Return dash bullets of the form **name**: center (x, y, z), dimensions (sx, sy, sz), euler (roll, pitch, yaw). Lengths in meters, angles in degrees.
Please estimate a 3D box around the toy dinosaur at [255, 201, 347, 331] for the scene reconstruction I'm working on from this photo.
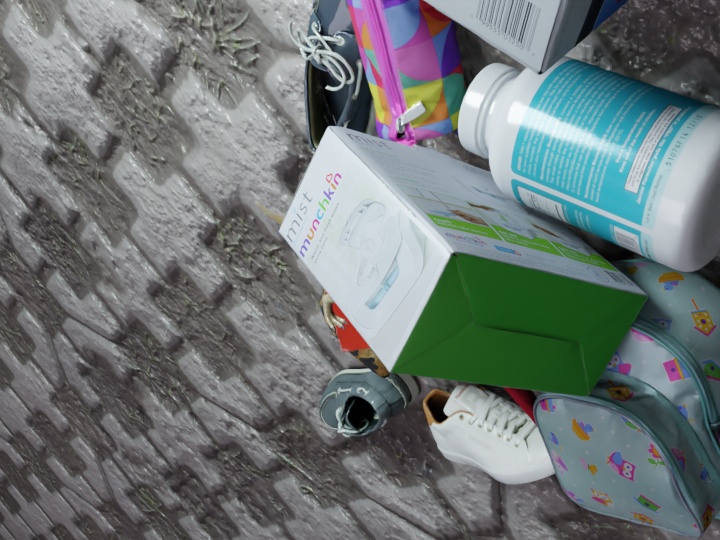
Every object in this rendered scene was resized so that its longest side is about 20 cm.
- **toy dinosaur**: center (0.000, 0.000, 0.982), dimensions (0.199, 0.058, 0.102), euler (23, 124, 26)

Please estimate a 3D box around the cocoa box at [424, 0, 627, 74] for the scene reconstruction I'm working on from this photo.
- **cocoa box**: center (0.086, -0.250, 0.707), dimensions (0.199, 0.131, 0.134), euler (37, 146, 20)

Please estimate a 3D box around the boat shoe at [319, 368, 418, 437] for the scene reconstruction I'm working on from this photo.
- **boat shoe**: center (-0.007, 0.158, 1.304), dimensions (0.073, 0.062, 0.200), euler (52, 148, -5)

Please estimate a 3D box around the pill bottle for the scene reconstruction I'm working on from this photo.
- **pill bottle**: center (0.168, -0.085, 0.797), dimensions (0.199, 0.111, 0.111), euler (27, 142, 31)

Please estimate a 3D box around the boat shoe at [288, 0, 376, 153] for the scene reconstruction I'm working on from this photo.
- **boat shoe**: center (-0.021, -0.185, 0.970), dimensions (0.075, 0.062, 0.201), euler (37, 145, 23)

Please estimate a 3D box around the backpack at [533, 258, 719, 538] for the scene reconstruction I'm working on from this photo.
- **backpack**: center (0.225, 0.098, 0.883), dimensions (0.175, 0.153, 0.202), euler (5, 121, 55)

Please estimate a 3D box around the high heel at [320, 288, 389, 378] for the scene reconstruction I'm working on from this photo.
- **high heel**: center (0.012, 0.031, 1.118), dimensions (0.142, 0.071, 0.202), euler (20, 133, 65)

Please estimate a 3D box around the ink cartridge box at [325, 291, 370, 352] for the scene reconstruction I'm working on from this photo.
- **ink cartridge box**: center (0.060, 0.018, 1.004), dimensions (0.198, 0.050, 0.163), euler (-6, 125, 11)

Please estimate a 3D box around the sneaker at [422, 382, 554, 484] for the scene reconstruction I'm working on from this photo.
- **sneaker**: center (0.130, 0.157, 1.124), dimensions (0.199, 0.073, 0.085), euler (-3, 124, 53)

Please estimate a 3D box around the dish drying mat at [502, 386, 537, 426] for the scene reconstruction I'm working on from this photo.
- **dish drying mat**: center (0.132, 0.098, 0.950), dimensions (0.077, 0.018, 0.200), euler (58, -176, 31)

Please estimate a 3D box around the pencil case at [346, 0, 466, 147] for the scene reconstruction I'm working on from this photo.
- **pencil case**: center (0.033, -0.193, 0.878), dimensions (0.088, 0.088, 0.201), euler (16, 134, 41)

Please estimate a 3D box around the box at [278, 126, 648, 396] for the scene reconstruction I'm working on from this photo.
- **box**: center (0.072, -0.008, 0.806), dimensions (0.177, 0.199, 0.097), euler (48, 118, 44)
